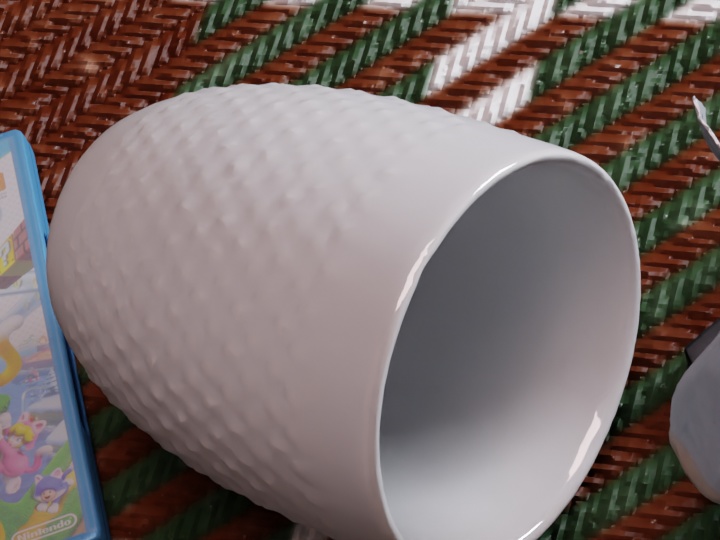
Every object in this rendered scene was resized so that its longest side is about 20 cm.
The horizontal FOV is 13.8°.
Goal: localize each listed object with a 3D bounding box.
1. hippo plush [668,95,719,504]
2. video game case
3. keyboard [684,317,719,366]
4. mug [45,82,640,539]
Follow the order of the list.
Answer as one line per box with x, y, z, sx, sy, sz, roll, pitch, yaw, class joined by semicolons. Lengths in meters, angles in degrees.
0.201;0.029;0.964;0.160;0.159;0.201;-8;73;-25;hippo plush
-0.178;0.046;1.127;0.143;0.018;0.200;-19;52;4;video game case
0.194;-0.021;1.045;0.200;0.040;0.104;-39;54;-13;keyboard
0.000;0.000;1.040;0.175;0.148;0.200;19;32;36;mug
